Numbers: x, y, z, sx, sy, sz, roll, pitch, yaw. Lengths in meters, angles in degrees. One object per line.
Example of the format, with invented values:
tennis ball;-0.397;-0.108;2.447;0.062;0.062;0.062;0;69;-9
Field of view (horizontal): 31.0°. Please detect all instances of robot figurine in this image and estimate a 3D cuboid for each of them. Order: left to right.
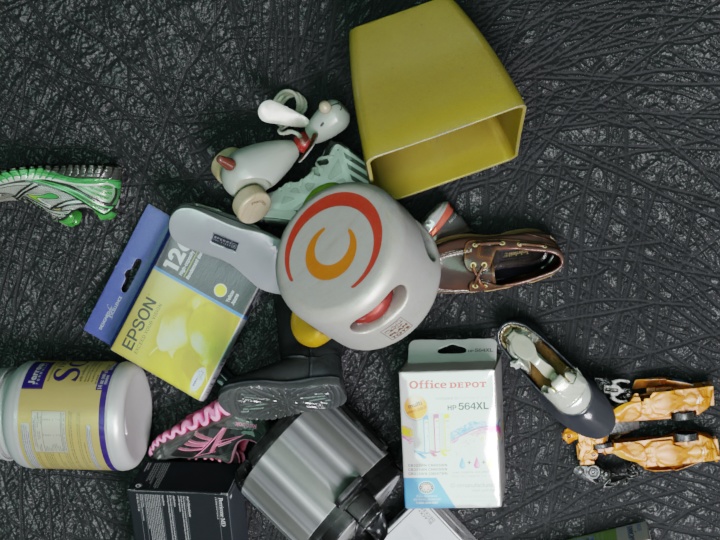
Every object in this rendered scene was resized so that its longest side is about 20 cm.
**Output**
robot figurine;0.358;0.204;1.677;0.197;0.058;0.147;-6;94;9

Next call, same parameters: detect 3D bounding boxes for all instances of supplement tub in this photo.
supplement tub;-0.394;0.195;1.753;0.197;0.145;0.148;0;95;9

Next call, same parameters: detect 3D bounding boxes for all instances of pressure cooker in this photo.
pressure cooker;-0.042;0.280;1.684;0.200;0.175;0.179;42;117;12

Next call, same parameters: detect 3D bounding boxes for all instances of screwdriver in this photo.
screwdriver;-0.235;0.107;1.775;0.199;0.029;0.028;40;100;-1

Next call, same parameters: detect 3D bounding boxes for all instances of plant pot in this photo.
plant pot;0.077;-0.217;1.611;0.198;0.200;0.178;-20;76;-1

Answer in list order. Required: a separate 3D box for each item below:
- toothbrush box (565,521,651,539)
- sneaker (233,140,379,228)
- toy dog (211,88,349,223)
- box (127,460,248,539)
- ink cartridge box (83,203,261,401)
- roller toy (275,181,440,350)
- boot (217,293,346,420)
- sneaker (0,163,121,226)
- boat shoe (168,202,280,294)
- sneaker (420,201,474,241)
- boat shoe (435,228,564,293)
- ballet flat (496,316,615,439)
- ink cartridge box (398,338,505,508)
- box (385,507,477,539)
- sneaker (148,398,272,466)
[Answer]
toothbrush box;0.297;0.429;1.694;0.197;0.086;0.148;-15;93;9
sneaker;-0.067;-0.114;1.718;0.197;0.076;0.117;3;87;1
toy dog;-0.114;-0.161;1.656;0.131;0.096;0.201;29;78;27
box;-0.225;0.363;1.748;0.139;0.079;0.203;2;114;12
ink cartridge box;-0.251;0.041;1.753;0.198;0.047;0.199;27;90;4
roller toy;0.000;0.000;1.597;0.180;0.140;0.203;6;72;33
boot;-0.100;0.092;1.672;0.162;0.202;0.066;-2;136;-3
sneaker;-0.423;-0.102;1.764;0.197;0.078;0.087;1;96;9
boat shoe;-0.157;-0.033;1.705;0.198;0.066;0.073;21;108;-6
sneaker;0.076;0.009;1.698;0.082;0.077;0.201;37;101;-4
boat shoe;0.161;-0.009;1.650;0.197;0.070;0.071;-13;118;-8
ballet flat;0.242;0.134;1.649;0.073;0.073;0.200;-46;64;10
ink cartridge box;0.119;0.192;1.680;0.127;0.125;0.203;-3;95;9
box;0.055;0.403;1.743;0.117;0.060;0.200;44;100;3
sneaker;-0.199;0.230;1.747;0.199;0.079;0.096;-29;93;26
